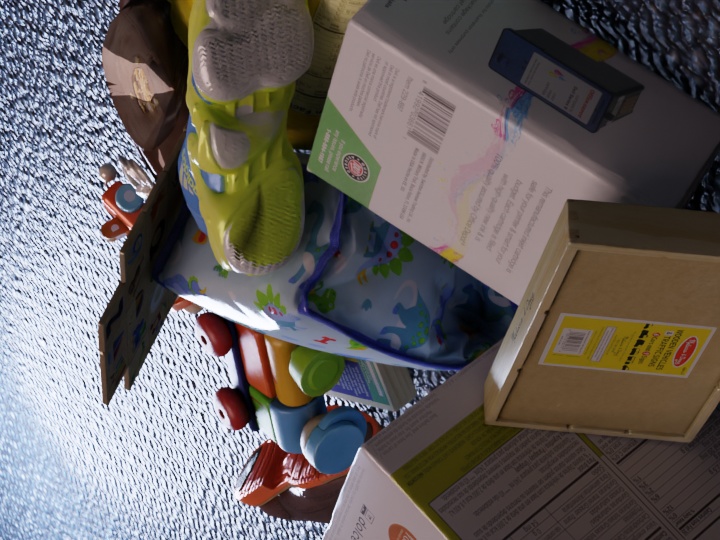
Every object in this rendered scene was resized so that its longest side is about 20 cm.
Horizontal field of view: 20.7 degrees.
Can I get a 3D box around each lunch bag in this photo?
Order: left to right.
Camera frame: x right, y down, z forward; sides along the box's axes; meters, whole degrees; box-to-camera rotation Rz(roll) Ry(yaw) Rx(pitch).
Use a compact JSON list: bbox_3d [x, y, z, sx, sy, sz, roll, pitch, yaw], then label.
[{"bbox_3d":[0.000,0.000,1.270,0.200,0.128,0.170,29,170,-38],"label":"lunch bag"}]

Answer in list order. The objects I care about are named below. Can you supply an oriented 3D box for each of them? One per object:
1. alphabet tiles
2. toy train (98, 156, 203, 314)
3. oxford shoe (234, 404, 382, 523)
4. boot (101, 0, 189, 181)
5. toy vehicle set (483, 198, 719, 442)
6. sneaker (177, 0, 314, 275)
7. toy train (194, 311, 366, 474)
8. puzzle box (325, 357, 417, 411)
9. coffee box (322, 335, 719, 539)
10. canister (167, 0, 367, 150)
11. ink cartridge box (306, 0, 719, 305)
[{"bbox_3d":[-0.128,-0.017,1.291,0.006,0.201,0.167,19,147,8],"label":"alphabet tiles"},{"bbox_3d":[-0.164,-0.022,1.529,0.150,0.056,0.200,46,172,-1],"label":"toy train"},{"bbox_3d":[-0.023,0.159,1.561,0.072,0.071,0.200,34,153,-19],"label":"oxford shoe"},{"bbox_3d":[-0.137,-0.109,1.335,0.200,0.064,0.187,-105,3,-67],"label":"boot"},{"bbox_3d":[0.146,0.032,1.053,0.200,0.123,0.027,108,166,-57],"label":"toy vehicle set"},{"bbox_3d":[-0.080,-0.101,1.161,0.105,0.075,0.201,21,110,62],"label":"sneaker"},{"bbox_3d":[-0.055,0.046,1.391,0.116,0.084,0.201,36,145,45],"label":"toy train"},{"bbox_3d":[-0.038,0.006,1.451,0.133,0.025,0.201,9,127,53],"label":"puzzle box"},{"bbox_3d":[0.116,0.168,1.200,0.198,0.200,0.200,45,150,18],"label":"coffee box"},{"bbox_3d":[-0.034,-0.187,1.193,0.149,0.086,0.200,49,149,13],"label":"canister"},{"bbox_3d":[0.084,-0.067,1.086,0.200,0.088,0.146,34,148,9],"label":"ink cartridge box"}]
